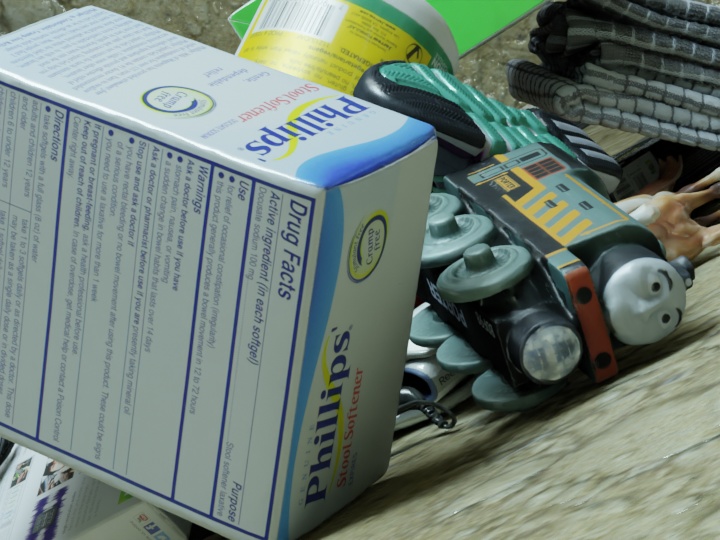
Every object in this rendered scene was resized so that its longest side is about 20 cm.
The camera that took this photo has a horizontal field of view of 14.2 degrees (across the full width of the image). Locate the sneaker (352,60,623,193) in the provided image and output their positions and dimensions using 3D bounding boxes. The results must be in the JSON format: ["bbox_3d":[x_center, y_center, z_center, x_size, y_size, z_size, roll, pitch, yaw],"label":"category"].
[{"bbox_3d":[0.055,-0.045,1.502,0.200,0.074,0.088,17,-65,-48],"label":"sneaker"}]

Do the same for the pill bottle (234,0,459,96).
[{"bbox_3d":[-0.034,-0.055,1.522,0.113,0.113,0.200,-20,41,62],"label":"pill bottle"}]

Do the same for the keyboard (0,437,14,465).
[{"bbox_3d":[-0.228,0.122,1.467,0.127,0.021,0.200,-19,34,43],"label":"keyboard"}]

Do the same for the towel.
[{"bbox_3d":[0.199,-0.121,1.740,0.200,0.086,0.166,11,5,-7],"label":"towel"}]

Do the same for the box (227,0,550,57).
[{"bbox_3d":[0.036,-0.163,1.688,0.200,0.097,0.176,-33,4,6],"label":"box"}]

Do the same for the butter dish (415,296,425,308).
[{"bbox_3d":[0.000,0.000,1.641,0.199,0.148,0.200,-26,4,21],"label":"butter dish"}]

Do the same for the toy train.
[{"bbox_3d":[0.081,-0.001,1.365,0.114,0.085,0.200,-23,21,-9],"label":"toy train"}]

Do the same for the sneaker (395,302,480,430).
[{"bbox_3d":[0.059,0.035,1.475,0.200,0.075,0.087,-33,15,3],"label":"sneaker"}]

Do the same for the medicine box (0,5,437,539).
[{"bbox_3d":[-0.083,0.000,1.309,0.200,0.182,0.103,21,28,24],"label":"medicine box"}]

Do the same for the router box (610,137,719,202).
[{"bbox_3d":[0.153,-0.038,1.856,0.149,0.051,0.200,-26,3,36],"label":"router box"}]

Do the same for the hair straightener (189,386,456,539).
[{"bbox_3d":[-0.046,0.106,1.407,0.200,0.041,0.077,-20,11,17],"label":"hair straightener"}]

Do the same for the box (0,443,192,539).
[{"bbox_3d":[-0.159,0.117,1.438,0.200,0.036,0.144,-28,28,26],"label":"box"}]

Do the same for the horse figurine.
[{"bbox_3d":[0.171,-0.029,1.614,0.132,0.050,0.200,-23,5,-5],"label":"horse figurine"}]
